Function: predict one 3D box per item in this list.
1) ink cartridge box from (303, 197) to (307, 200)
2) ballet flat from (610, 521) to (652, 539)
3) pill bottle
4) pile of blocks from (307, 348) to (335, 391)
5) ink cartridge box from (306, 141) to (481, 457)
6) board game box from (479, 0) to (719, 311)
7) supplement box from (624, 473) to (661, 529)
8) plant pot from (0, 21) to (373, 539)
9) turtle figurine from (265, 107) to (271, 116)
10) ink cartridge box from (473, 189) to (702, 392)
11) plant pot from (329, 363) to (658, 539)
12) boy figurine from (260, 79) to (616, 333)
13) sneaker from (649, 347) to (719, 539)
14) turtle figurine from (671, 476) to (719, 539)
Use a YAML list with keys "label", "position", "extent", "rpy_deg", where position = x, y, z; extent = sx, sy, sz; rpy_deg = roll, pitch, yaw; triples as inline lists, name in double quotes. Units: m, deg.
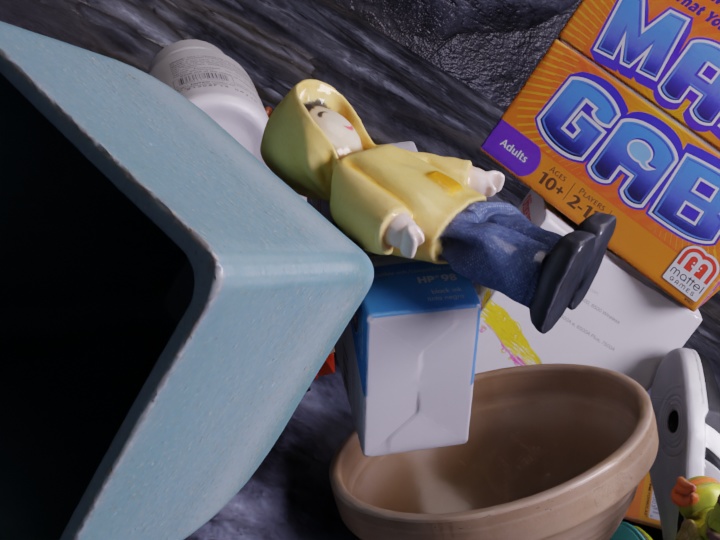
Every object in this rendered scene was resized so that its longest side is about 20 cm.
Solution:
- label: "ink cartridge box"
  position: [0.000, 0.000, 0.942]
  extent: [0.147, 0.086, 0.200]
  rpy_deg: [36, 1, 5]
- label: "ballet flat"
  position: [0.187, 0.245, 0.758]
  extent: [0.067, 0.067, 0.200]
  rpy_deg: [51, 15, -18]
- label: "pill bottle"
  position: [-0.148, -0.143, 1.098]
  extent: [0.114, 0.114, 0.200]
  rpy_deg: [25, 19, -25]
- label: "pile of blocks"
  position: [-0.074, 0.073, 0.769]
  extent: [0.200, 0.082, 0.062]
  rpy_deg: [-28, 105, -60]
- label: "ink cartridge box"
  position: [0.014, 0.000, 0.732]
  extent: [0.067, 0.116, 0.200]
  rpy_deg: [-7, 42, -9]
- label: "board game box"
  position: [0.252, -0.115, 0.914]
  extent: [0.200, 0.200, 0.200]
  rpy_deg: [39, 18, 15]
- label: "supplement box"
  position: [0.313, 0.193, 0.952]
  extent: [0.200, 0.069, 0.066]
  rpy_deg: [11, -3, 41]
- label: "plant pot"
  position: [-0.106, 0.015, 0.583]
  extent: [0.196, 0.197, 0.200]
  rpy_deg: [42, 23, 25]
- label: "turtle figurine"
  position: [-0.050, -0.124, 1.285]
  extent: [0.161, 0.064, 0.200]
  rpy_deg: [30, 19, -16]
- label: "ink cartridge box"
  position: [0.150, 0.055, 0.947]
  extent: [0.145, 0.200, 0.147]
  rpy_deg: [32, 17, -3]
- label: "plant pot"
  position: [0.088, 0.138, 0.724]
  extent: [0.201, 0.200, 0.093]
  rpy_deg: [-74, 149, -72]
- label: "boy figurine"
  position: [0.036, -0.041, 0.639]
  extent: [0.200, 0.065, 0.124]
  rpy_deg: [31, 31, 22]
- label: "sneaker"
  position: [0.269, 0.156, 0.830]
  extent: [0.112, 0.073, 0.200]
  rpy_deg: [5, 68, -11]
- label: "turtle figurine"
  position: [0.201, 0.172, 0.640]
  extent: [0.064, 0.200, 0.162]
  rpy_deg: [-7, 54, -1]
